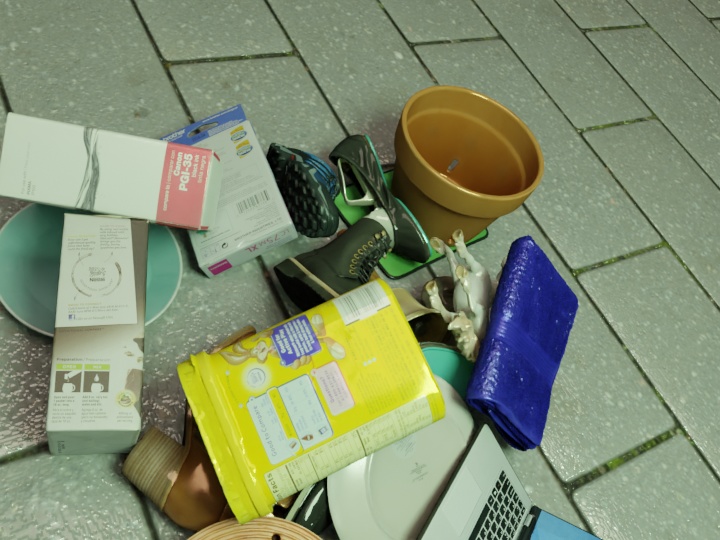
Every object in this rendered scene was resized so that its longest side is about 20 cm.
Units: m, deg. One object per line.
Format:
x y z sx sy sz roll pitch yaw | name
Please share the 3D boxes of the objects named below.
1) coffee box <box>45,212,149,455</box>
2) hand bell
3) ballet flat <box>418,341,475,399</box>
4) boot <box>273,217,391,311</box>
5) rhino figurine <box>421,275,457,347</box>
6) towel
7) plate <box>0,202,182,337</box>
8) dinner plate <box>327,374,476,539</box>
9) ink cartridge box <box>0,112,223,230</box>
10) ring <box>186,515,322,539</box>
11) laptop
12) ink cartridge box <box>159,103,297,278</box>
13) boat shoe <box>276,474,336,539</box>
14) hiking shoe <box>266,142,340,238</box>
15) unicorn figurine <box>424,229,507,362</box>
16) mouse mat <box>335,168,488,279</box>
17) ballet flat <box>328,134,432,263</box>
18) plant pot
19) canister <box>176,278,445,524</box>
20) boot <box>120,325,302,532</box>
-0.246 0.062 0.688 0.079 0.113 0.202 3 67 -20 | coffee box
0.020 0.018 0.888 0.103 0.105 0.201 -9 47 -27 | hand bell
0.040 0.109 0.782 0.198 0.075 0.069 2 93 -36 | ballet flat
0.000 0.000 0.808 0.138 0.078 0.200 -34 36 -16 | boot
0.137 0.086 0.884 0.087 0.060 0.201 -5 55 -32 | rhino figurine
0.185 0.082 0.800 0.148 0.049 0.202 45 56 -44 | towel
-0.297 -0.004 0.801 0.198 0.026 0.202 12 51 -15 | plate
0.054 0.200 0.722 0.198 0.024 0.203 6 80 -35 | dinner plate
-0.251 -0.097 0.759 0.197 0.147 0.084 10 93 -7 | ink cartridge box
-0.092 0.314 0.616 0.198 0.019 0.203 4 67 -11 | ring
0.167 0.285 0.704 0.187 0.115 0.201 -48 116 -41 | laptop
-0.164 -0.102 0.887 0.118 0.042 0.201 -24 65 -1 | ink cartridge box
-0.005 0.208 0.726 0.063 0.074 0.201 36 45 18 | boat shoe
-0.056 -0.106 0.913 0.086 0.075 0.200 3 32 -28 | hiking shoe
0.131 0.021 0.833 0.138 0.073 0.201 52 48 -30 | unicorn figurine
0.069 -0.077 1.017 0.199 0.008 0.161 -24 66 -33 | mouse mat
0.018 -0.085 0.955 0.068 0.068 0.201 -24 72 -16 | ballet flat
0.126 -0.127 0.981 0.198 0.141 0.202 10 51 -13 | plant pot
-0.041 0.110 0.647 0.198 0.087 0.150 -24 77 -9 | canister
-0.113 0.163 0.713 0.154 0.077 0.201 32 51 5 | boot
